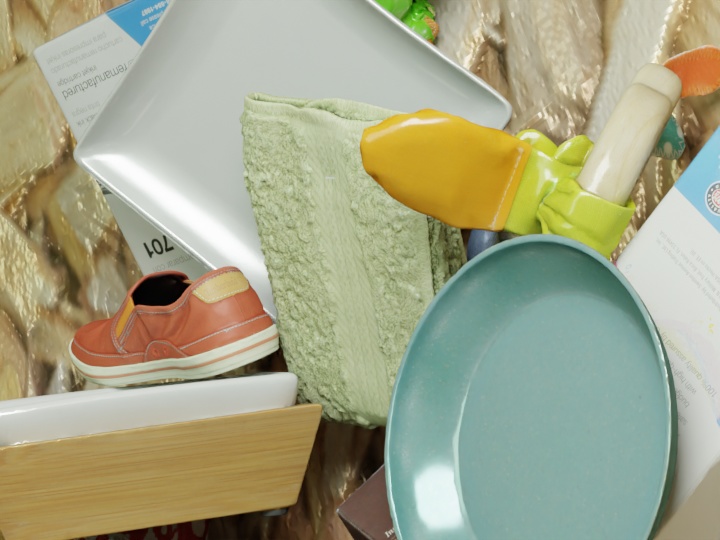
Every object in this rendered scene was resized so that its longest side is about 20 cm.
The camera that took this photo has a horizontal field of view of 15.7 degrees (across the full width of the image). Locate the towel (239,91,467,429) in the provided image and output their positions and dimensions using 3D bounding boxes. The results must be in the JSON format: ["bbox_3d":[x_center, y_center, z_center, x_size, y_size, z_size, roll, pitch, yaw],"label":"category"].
[{"bbox_3d":[0.000,0.000,1.436,0.148,0.036,0.201,8,117,44],"label":"towel"}]

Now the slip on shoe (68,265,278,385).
[{"bbox_3d":[-0.114,0.030,1.535,0.200,0.074,0.061,-9,102,59],"label":"slip on shoe"}]

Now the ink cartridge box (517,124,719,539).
[{"bbox_3d":[0.189,0.055,1.308,0.200,0.125,0.129,-53,45,17],"label":"ink cartridge box"}]

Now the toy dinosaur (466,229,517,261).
[{"bbox_3d":[0.104,0.025,1.468,0.200,0.105,0.182,167,109,-78],"label":"toy dinosaur"}]

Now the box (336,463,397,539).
[{"bbox_3d":[0.085,0.177,1.371,0.075,0.100,0.200,-43,44,-15],"label":"box"}]

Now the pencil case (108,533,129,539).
[{"bbox_3d":[-0.109,0.245,1.478,0.083,0.200,0.091,-37,7,22],"label":"pencil case"}]

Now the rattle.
[{"bbox_3d":[0.101,-0.075,1.376,0.142,0.130,0.200,14,48,16],"label":"rattle"}]

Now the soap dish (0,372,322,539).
[{"bbox_3d":[-0.134,0.107,1.488,0.157,0.199,0.082,170,93,-72],"label":"soap dish"}]

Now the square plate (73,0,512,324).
[{"bbox_3d":[-0.039,-0.080,1.487,0.198,0.028,0.200,39,116,6],"label":"square plate"}]

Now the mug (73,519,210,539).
[{"bbox_3d":[-0.175,0.204,1.578,0.133,0.177,0.201,-20,55,57],"label":"mug"}]

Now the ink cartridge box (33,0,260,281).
[{"bbox_3d":[-0.085,-0.078,1.582,0.146,0.086,0.201,-20,98,38],"label":"ink cartridge box"}]

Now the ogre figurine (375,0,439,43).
[{"bbox_3d":[-0.005,-0.183,1.615,0.200,0.098,0.120,-34,41,17],"label":"ogre figurine"}]

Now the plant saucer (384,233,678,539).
[{"bbox_3d":[0.090,0.084,1.280,0.200,0.036,0.201,-14,72,48],"label":"plant saucer"}]
